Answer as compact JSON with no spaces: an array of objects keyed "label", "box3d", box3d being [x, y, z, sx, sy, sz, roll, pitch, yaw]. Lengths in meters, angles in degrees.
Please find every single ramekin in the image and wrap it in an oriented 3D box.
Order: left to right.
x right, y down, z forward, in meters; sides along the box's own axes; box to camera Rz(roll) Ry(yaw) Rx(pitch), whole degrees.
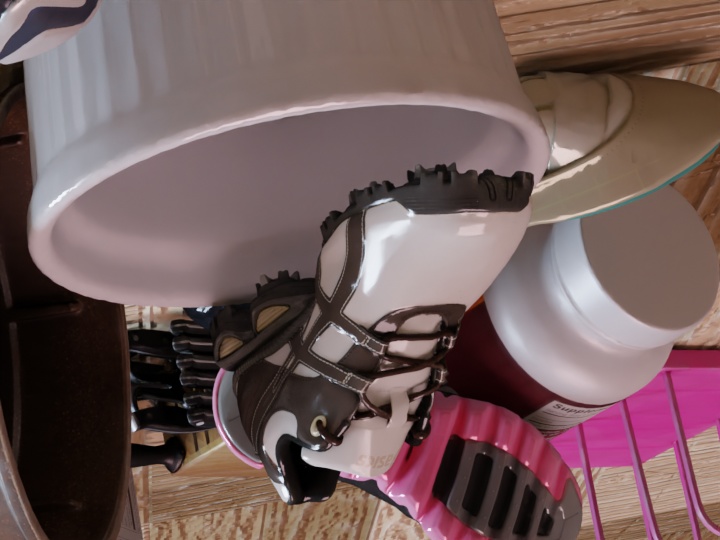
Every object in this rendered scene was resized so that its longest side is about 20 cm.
[{"label":"ramekin","box3d":[-0.035,-0.066,0.994,0.200,0.098,0.201,-11,162,-4]}]

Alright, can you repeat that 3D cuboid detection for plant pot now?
[{"label":"plant pot","box3d":[-0.214,0.036,1.057,0.198,0.201,0.200,-8,162,9]}]

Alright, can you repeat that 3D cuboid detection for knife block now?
[{"label":"knife block","box3d":[-0.075,0.078,1.439,0.175,0.064,0.200,-13,162,4]}]

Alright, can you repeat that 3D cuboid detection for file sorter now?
[{"label":"file sorter","box3d":[0.200,0.144,1.700,0.139,0.126,0.200,2,157,-35]}]

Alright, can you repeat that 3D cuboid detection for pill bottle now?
[{"label":"pill bottle","box3d":[0.086,0.027,1.313,0.113,0.113,0.200,2,156,-34]}]

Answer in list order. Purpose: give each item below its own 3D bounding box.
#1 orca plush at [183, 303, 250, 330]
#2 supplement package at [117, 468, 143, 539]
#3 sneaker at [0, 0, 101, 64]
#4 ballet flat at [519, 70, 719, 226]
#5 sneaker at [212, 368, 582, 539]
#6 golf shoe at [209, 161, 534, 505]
[{"label":"orca plush","box3d":[0.000,0.000,1.245,0.199,0.071,0.105,-16,161,13]},{"label":"supplement package","box3d":[-0.233,0.171,1.467,0.200,0.156,0.111,-17,160,17]},{"label":"sneaker","box3d":[-0.196,-0.089,0.860,0.199,0.080,0.130,-18,159,16]},{"label":"ballet flat","box3d":[0.065,-0.050,1.153,0.200,0.070,0.069,-22,160,8]},{"label":"sneaker","box3d":[0.017,0.084,1.286,0.200,0.079,0.095,27,179,-11]},{"label":"golf shoe","box3d":[0.013,0.027,0.997,0.078,0.095,0.200,-1,157,-28]}]
